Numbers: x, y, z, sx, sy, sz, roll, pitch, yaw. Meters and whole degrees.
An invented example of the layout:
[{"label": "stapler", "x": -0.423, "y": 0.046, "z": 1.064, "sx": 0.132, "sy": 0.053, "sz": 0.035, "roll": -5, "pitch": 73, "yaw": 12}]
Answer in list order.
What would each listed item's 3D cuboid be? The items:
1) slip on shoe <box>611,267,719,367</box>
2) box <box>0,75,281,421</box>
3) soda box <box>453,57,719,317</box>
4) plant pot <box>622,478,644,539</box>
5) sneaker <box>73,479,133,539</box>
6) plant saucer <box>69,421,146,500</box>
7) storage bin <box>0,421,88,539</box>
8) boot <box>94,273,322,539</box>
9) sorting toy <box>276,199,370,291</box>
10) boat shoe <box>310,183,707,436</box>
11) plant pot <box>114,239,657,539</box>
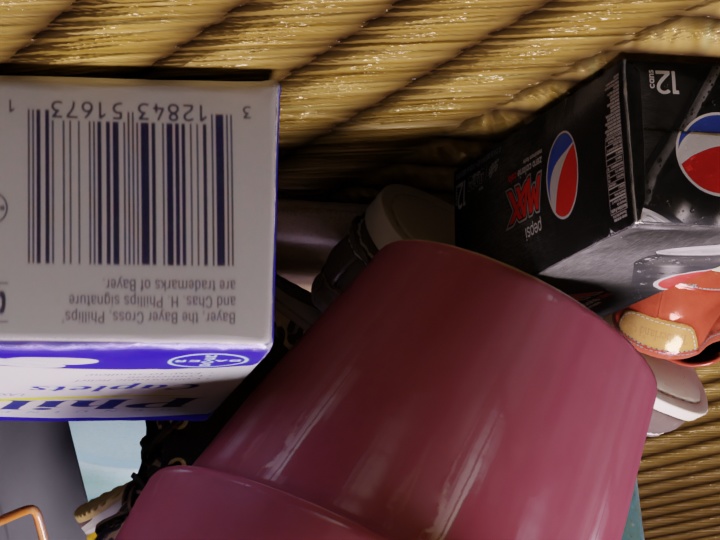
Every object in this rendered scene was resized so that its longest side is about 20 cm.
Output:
[{"label": "slip on shoe", "x": 0.146, "y": 0.011, "z": 1.327, "sx": 0.074, "sy": 0.061, "sz": 0.200, "roll": 13, "pitch": -177, "yaw": 12}, {"label": "box", "x": -0.133, "y": -0.004, "z": 1.148, "sx": 0.183, "sy": 0.105, "sz": 0.200, "roll": 1, "pitch": 170, "yaw": -9}, {"label": "soda box", "x": 0.099, "y": -0.028, "z": 1.160, "sx": 0.071, "sy": 0.063, "sz": 0.200, "roll": 2, "pitch": 170, "yaw": -16}, {"label": "plant pot", "x": 0.051, "y": 0.144, "z": 1.628, "sx": 0.196, "sy": 0.196, "sz": 0.200, "roll": 6, "pitch": 157, "yaw": -31}, {"label": "sneaker", "x": -0.040, "y": 0.118, "z": 1.384, "sx": 0.200, "sy": 0.090, "sz": 0.075, "roll": -19, "pitch": 177, "yaw": -37}, {"label": "plant saucer", "x": -0.077, "y": 0.070, "z": 1.460, "sx": 0.200, "sy": 0.027, "sz": 0.200, "roll": -9, "pitch": 154, "yaw": -5}, {"label": "storage bin", "x": -0.187, "y": 0.102, "z": 1.337, "sx": 0.145, "sy": 0.200, "sz": 0.134, "roll": 2, "pitch": -154, "yaw": 32}, {"label": "boot", "x": -0.085, "y": 0.065, "z": 1.285, "sx": 0.200, "sy": 0.151, "sz": 0.073, "roll": 29, "pitch": 159, "yaw": -20}, {"label": "sorting toy", "x": 0.000, "y": 0.000, "z": 1.404, "sx": 0.185, "sy": 0.037, "sz": 0.200, "roll": 3, "pitch": 165, "yaw": -20}, {"label": "boat shoe", "x": 0.068, "y": 0.029, "z": 1.316, "sx": 0.200, "sy": 0.072, "sz": 0.060, "roll": 26, "pitch": 120, "yaw": -33}, {"label": "plant pot", "x": 0.023, "y": 0.095, "z": 1.179, "sx": 0.200, "sy": 0.179, "sz": 0.200, "roll": 26, "pitch": 163, "yaw": 9}]
